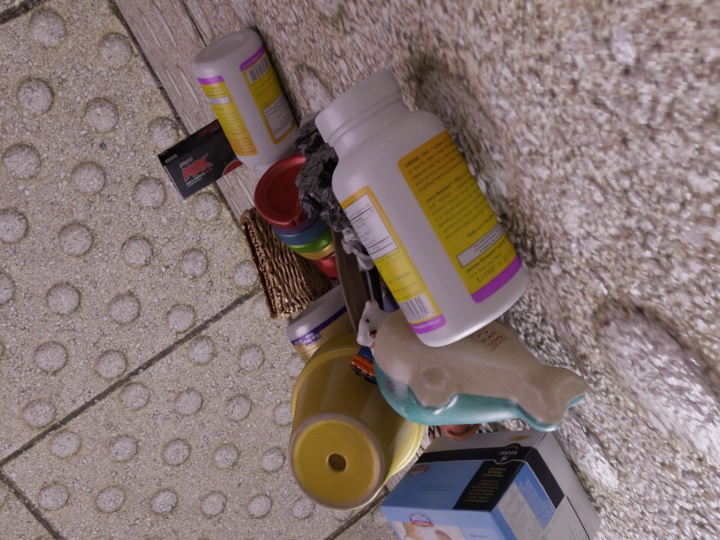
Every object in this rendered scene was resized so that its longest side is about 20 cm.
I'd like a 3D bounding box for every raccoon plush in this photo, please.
[{"bbox_3d":[-0.005,-0.100,0.800,0.135,0.095,0.204,50,-155,-39],"label":"raccoon plush"}]

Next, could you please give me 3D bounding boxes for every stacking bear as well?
[{"bbox_3d":[-0.062,-0.064,0.984,0.111,0.124,0.201,12,154,36],"label":"stacking bear"}]

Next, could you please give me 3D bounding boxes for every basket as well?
[{"bbox_3d":[-0.154,-0.016,1.193,0.142,0.145,0.206,-25,-82,-74],"label":"basket"}]

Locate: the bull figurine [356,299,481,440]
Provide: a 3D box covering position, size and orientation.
[{"bbox_3d":[0.082,0.096,0.747,0.201,0.120,0.066,49,166,35],"label":"bull figurine"}]

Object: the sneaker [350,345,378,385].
[{"bbox_3d":[0.087,0.120,0.808,0.195,0.080,0.076,20,166,11],"label":"sneaker"}]

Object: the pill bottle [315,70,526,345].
[{"bbox_3d":[0.045,-0.051,0.537,0.203,0.103,0.104,59,168,-4],"label":"pill bottle"}]

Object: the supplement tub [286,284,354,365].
[{"bbox_3d":[-0.012,0.135,1.058,0.203,0.144,0.145,57,168,-4],"label":"supplement tub"}]

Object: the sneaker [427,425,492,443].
[{"bbox_3d":[0.121,0.212,0.912,0.085,0.080,0.204,0,125,43],"label":"sneaker"}]

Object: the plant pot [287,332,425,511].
[{"bbox_3d":[-0.013,0.212,0.896,0.204,0.198,0.189,58,-162,-6],"label":"plant pot"}]

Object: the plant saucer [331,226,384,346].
[{"bbox_3d":[0.000,0.000,0.890,0.200,0.029,0.207,-12,-89,-82],"label":"plant saucer"}]

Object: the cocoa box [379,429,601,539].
[{"bbox_3d":[0.143,0.280,0.764,0.198,0.131,0.135,-24,101,53],"label":"cocoa box"}]

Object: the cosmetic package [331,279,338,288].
[{"bbox_3d":[-0.042,0.103,1.341,0.204,0.102,0.087,64,168,-19],"label":"cosmetic package"}]

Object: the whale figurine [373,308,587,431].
[{"bbox_3d":[0.102,0.103,0.613,0.196,0.157,0.107,19,119,34],"label":"whale figurine"}]

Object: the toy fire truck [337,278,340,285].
[{"bbox_3d":[-0.004,0.110,1.213,0.201,0.128,0.175,51,171,-20],"label":"toy fire truck"}]

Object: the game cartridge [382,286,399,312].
[{"bbox_3d":[0.076,0.086,0.973,0.132,0.038,0.200,60,169,11],"label":"game cartridge"}]

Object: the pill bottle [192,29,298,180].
[{"bbox_3d":[-0.152,-0.226,0.953,0.104,0.103,0.203,42,160,52],"label":"pill bottle"}]

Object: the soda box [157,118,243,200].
[{"bbox_3d":[-0.226,-0.202,1.086,0.063,0.197,0.072,40,161,53],"label":"soda box"}]
